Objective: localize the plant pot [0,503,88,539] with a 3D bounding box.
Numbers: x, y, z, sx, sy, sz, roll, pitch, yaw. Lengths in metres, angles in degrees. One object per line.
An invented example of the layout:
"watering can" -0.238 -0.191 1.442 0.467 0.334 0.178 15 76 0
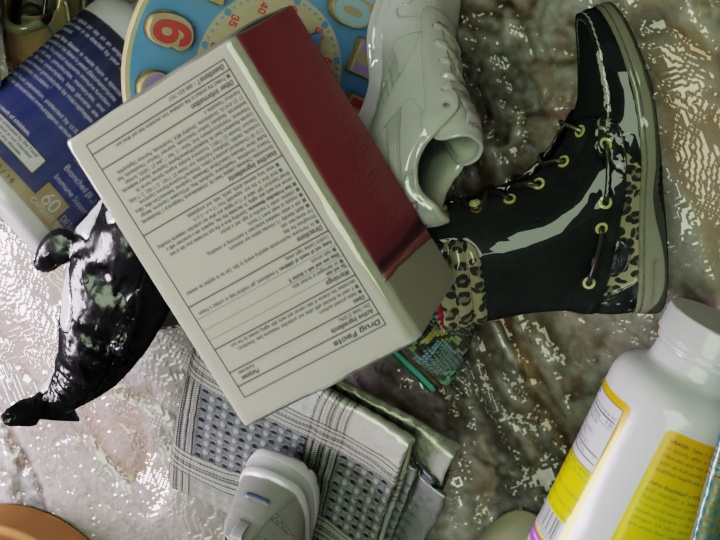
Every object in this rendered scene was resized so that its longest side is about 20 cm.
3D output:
"plant pot" -0.286 0.290 1.186 0.200 0.140 0.201 3 100 15

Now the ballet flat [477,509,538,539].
"ballet flat" 0.081 0.263 1.114 0.069 0.069 0.200 24 105 11

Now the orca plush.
"orca plush" -0.170 0.032 1.023 0.105 0.071 0.200 34 108 -24

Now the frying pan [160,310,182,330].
"frying pan" -0.099 -0.032 1.090 0.190 0.031 0.115 -25 71 2

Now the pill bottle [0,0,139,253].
"pill bottle" -0.173 -0.111 1.073 0.200 0.111 0.111 -44 85 -10

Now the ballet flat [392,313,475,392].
"ballet flat" 0.000 0.000 1.068 0.074 0.074 0.200 -41 117 18

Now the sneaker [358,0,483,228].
"sneaker" 0.046 -0.112 1.027 0.099 0.075 0.200 5 72 33

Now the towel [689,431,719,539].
"towel" 0.259 0.127 1.008 0.022 0.146 0.200 26 109 43

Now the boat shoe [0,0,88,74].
"boat shoe" -0.227 -0.168 1.125 0.071 0.076 0.201 -1 99 16

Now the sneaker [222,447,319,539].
"sneaker" -0.070 0.215 1.111 0.075 0.082 0.200 15 135 25

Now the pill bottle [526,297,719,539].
"pill bottle" 0.191 0.122 1.038 0.104 0.104 0.200 27 106 10

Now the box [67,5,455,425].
"box" -0.054 -0.034 0.944 0.128 0.109 0.200 -28 99 23

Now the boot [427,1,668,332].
"boot" 0.112 -0.061 1.026 0.153 0.073 0.204 -9 101 -2

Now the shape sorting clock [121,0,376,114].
"shape sorting clock" -0.060 -0.129 1.046 0.039 0.200 0.201 26 111 54

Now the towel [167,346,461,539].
"towel" -0.040 0.137 1.100 0.200 0.035 0.193 27 135 9
